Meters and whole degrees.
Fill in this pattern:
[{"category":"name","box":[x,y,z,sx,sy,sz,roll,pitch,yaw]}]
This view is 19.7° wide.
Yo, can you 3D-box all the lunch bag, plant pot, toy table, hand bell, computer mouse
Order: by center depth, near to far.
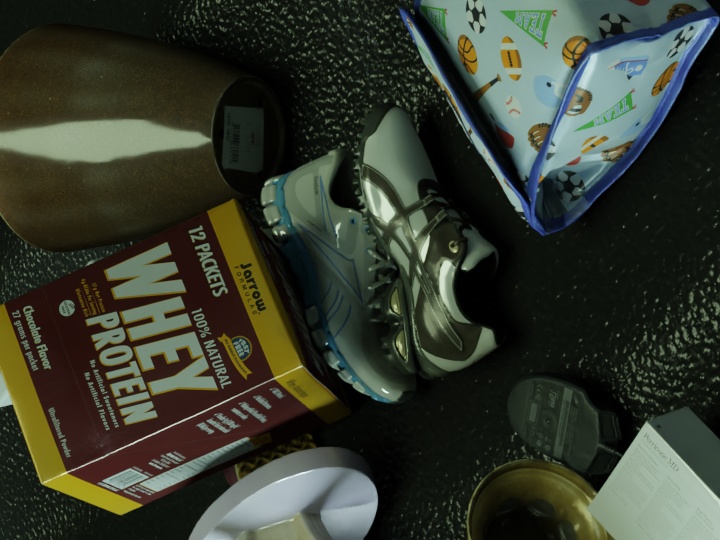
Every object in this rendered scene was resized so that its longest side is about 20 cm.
[{"category":"lunch bag","box":[0.112,-0.142,1.331,0.170,0.124,0.200,60,151,26]},{"category":"computer mouse","box":[0.177,0.116,1.352,0.200,0.034,0.059,27,116,38]},{"category":"hand bell","box":[0.092,0.216,1.423,0.104,0.104,0.200,67,154,21]},{"category":"toy table","box":[-0.049,0.235,1.537,0.200,0.184,0.117,115,149,-44]},{"category":"plant pot","box":[-0.165,-0.105,1.637,0.200,0.187,0.187,3,96,36]}]

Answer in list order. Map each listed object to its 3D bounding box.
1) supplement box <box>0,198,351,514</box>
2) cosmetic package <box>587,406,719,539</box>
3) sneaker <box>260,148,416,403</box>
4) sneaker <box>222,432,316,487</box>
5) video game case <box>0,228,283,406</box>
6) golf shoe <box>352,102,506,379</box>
[{"category":"supplement box","box":[-0.136,0.069,1.512,0.200,0.197,0.133,-24,74,4]},{"category":"cosmetic package","box":[0.234,0.182,1.253,0.200,0.051,0.083,48,130,26]},{"category":"sneaker","box":[0.000,0.000,1.519,0.087,0.075,0.200,-33,74,28]},{"category":"sneaker","box":[-0.091,0.128,1.649,0.200,0.075,0.090,69,156,16]},{"category":"video game case","box":[-0.180,0.038,1.647,0.200,0.182,0.023,-46,65,43]},{"category":"golf shoe","box":[0.055,-0.027,1.458,0.094,0.078,0.200,-15,84,32]}]
